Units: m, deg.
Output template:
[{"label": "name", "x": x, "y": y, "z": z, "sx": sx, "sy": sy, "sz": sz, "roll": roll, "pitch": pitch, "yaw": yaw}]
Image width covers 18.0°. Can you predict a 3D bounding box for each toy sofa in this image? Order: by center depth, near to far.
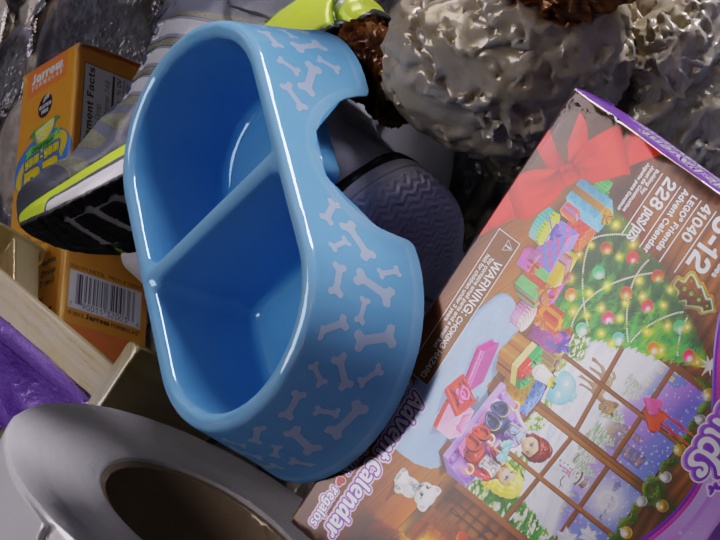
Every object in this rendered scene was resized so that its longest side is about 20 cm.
[{"label": "toy sofa", "x": -0.168, "y": 0.050, "z": 1.184, "sx": 0.200, "sy": 0.083, "sz": 0.098, "roll": 35, "pitch": 91, "yaw": 41}]

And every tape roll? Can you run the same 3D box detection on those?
[{"label": "tape roll", "x": -0.085, "y": 0.142, "z": 1.021, "sx": 0.071, "sy": 0.202, "sz": 0.202, "roll": -60, "pitch": 37, "yaw": 14}]

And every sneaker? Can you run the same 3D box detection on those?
[{"label": "sneaker", "x": 0.000, "y": 0.000, "z": 0.999, "sx": 0.075, "sy": 0.200, "sz": 0.115, "roll": -29, "pitch": 52, "yaw": -14}, {"label": "sneaker", "x": -0.076, "y": -0.079, "z": 1.031, "sx": 0.200, "sy": 0.074, "sz": 0.081, "roll": -34, "pitch": 58, "yaw": 13}]

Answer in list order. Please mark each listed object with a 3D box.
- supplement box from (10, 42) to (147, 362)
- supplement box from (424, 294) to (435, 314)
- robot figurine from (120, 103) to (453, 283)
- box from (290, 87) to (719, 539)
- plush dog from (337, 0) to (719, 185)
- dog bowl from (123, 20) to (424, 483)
[{"label": "supplement box", "x": -0.162, "y": -0.027, "z": 1.319, "sx": 0.066, "sy": 0.069, "sz": 0.201, "roll": -25, "pitch": 54, "yaw": 43}, {"label": "supplement box", "x": 0.043, "y": 0.123, "z": 0.939, "sx": 0.061, "sy": 0.109, "sz": 0.201, "roll": 19, "pitch": 89, "yaw": 53}, {"label": "robot figurine", "x": -0.033, "y": -0.044, "z": 1.112, "sx": 0.200, "sy": 0.113, "sz": 0.170, "roll": -34, "pitch": 23, "yaw": 39}, {"label": "box", "x": 0.081, "y": 0.054, "z": 0.838, "sx": 0.137, "sy": 0.039, "sz": 0.201, "roll": 37, "pitch": 103, "yaw": 21}, {"label": "plush dog", "x": 0.083, "y": -0.077, "z": 0.921, "sx": 0.200, "sy": 0.171, "sz": 0.161, "roll": -28, "pitch": 54, "yaw": 43}, {"label": "dog bowl", "x": -0.041, "y": -0.014, "z": 0.889, "sx": 0.111, "sy": 0.049, "sz": 0.201, "roll": -41, "pitch": 48, "yaw": 32}]
